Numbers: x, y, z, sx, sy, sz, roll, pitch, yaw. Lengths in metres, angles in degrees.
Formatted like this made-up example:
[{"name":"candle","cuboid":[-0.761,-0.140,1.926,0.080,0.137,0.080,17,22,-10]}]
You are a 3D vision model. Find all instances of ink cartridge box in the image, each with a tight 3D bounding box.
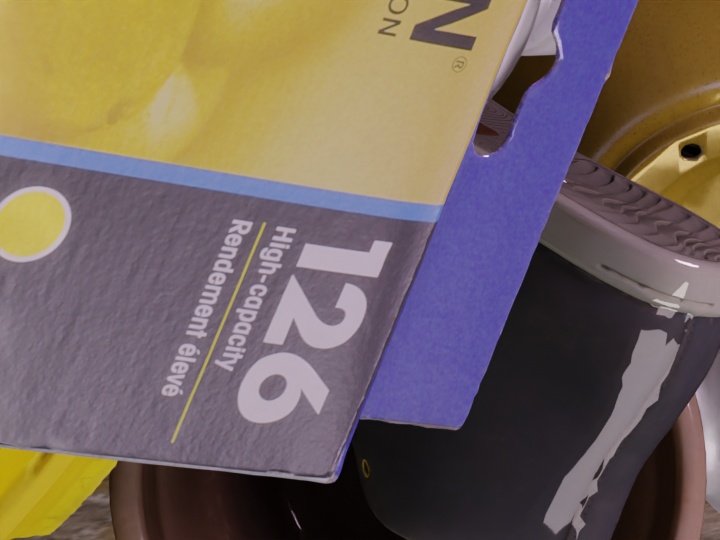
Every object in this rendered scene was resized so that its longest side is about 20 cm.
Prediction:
[{"name":"ink cartridge box","cuboid":[-0.016,-0.049,0.623,0.200,0.047,0.198,9,113,-32]}]

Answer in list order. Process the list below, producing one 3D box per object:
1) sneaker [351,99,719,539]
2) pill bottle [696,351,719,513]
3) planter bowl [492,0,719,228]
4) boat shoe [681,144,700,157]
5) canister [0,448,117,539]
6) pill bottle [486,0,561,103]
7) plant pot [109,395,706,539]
[{"name":"sneaker","cuboid":[0.000,0.000,0.792,0.075,0.200,0.106,2,116,-53]},{"name":"pill bottle","cuboid":[0.183,0.037,1.155,0.200,0.111,0.111,-12,159,-10]},{"name":"planter bowl","cuboid":[0.106,-0.038,0.837,0.200,0.083,0.200,-3,135,-3]},{"name":"boat shoe","cuboid":[0.177,-0.087,0.905,0.200,0.071,0.064,-22,157,-1]},{"name":"canister","cuboid":[-0.183,0.036,0.924,0.200,0.087,0.149,-3,156,-28]},{"name":"pill bottle","cuboid":[-0.033,-0.083,0.693,0.200,0.111,0.111,-5,157,-28]},{"name":"plant pot","cuboid":[0.014,0.076,1.062,0.200,0.200,0.175,-15,176,-3]}]
